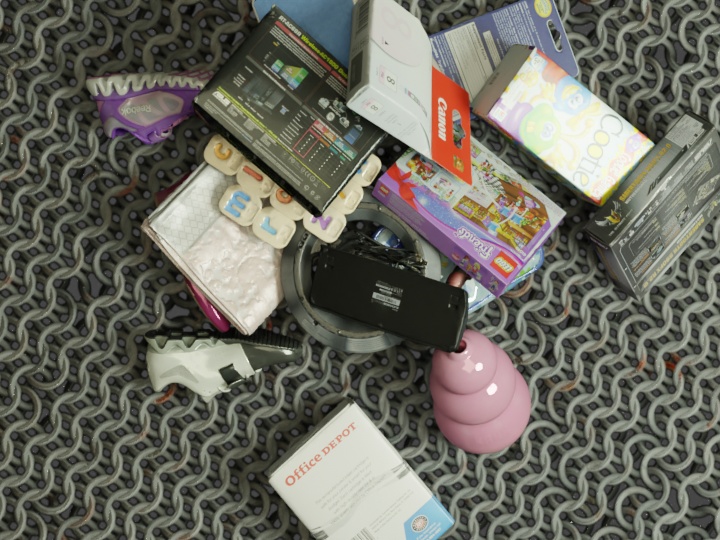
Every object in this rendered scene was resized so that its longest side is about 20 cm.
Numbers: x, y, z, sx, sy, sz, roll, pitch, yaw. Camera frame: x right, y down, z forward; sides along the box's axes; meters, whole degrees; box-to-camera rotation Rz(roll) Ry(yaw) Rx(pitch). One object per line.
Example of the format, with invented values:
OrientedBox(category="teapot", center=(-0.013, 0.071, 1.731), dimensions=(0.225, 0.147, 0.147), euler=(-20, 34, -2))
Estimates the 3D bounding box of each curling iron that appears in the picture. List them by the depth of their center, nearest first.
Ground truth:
OrientedBox(category="curling iron", center=(0.126, 0.010, 1.451), dimensions=(0.026, 0.049, 0.201), euler=(47, 63, -28))

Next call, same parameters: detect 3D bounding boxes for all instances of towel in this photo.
OrientedBox(category="towel", center=(-0.140, -0.056, 1.488), dimensions=(0.191, 0.032, 0.200), euler=(46, 70, -13))

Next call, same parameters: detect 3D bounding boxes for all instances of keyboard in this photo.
OrientedBox(category="keyboard", center=(0.040, 0.020, 1.417), dimensions=(0.198, 0.040, 0.105), euler=(18, 98, 20))

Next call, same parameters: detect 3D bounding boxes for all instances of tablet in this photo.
OrientedBox(category="tablet", center=(-0.043, -0.254, 1.453), dimensions=(0.129, 0.014, 0.202), euler=(-16, 103, 21))

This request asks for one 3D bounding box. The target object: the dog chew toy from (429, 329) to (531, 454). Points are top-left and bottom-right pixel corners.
OrientedBox(category="dog chew toy", center=(0.140, 0.141, 1.469), dimensions=(0.123, 0.201, 0.126), euler=(-8, 56, 13))

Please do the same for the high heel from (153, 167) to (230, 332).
OrientedBox(category="high heel", center=(-0.181, -0.029, 1.501), dimensions=(0.095, 0.067, 0.202), euler=(-24, 89, 6))

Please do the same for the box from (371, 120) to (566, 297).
OrientedBox(category="box", center=(0.131, -0.081, 1.452), dimensions=(0.200, 0.039, 0.137), euler=(40, 61, 8))

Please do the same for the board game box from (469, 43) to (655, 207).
OrientedBox(category="board game box", center=(0.250, -0.180, 1.502), dimensions=(0.199, 0.103, 0.105), euler=(35, 95, -14))

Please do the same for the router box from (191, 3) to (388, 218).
OrientedBox(category="router box", center=(-0.075, -0.183, 1.395), dimensions=(0.200, 0.062, 0.150), euler=(41, 81, -4))

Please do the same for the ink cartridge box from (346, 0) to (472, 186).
OrientedBox(category="ink cartridge box", center=(0.072, -0.214, 1.399), dimensions=(0.199, 0.057, 0.164), euler=(26, 47, -28))

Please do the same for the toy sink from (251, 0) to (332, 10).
OrientedBox(category="toy sink", center=(-0.034, -0.376, 1.491), dimensions=(0.199, 0.112, 0.131), euler=(-39, 93, -3))

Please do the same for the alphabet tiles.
OrientedBox(category="alphabet tiles", center=(-0.082, -0.133, 1.451), dimensions=(0.194, 0.015, 0.201), euler=(32, 91, 3))

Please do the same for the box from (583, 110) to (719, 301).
OrientedBox(category="box", center=(0.381, -0.078, 1.514), dimensions=(0.200, 0.158, 0.048), euler=(-48, 53, -3))

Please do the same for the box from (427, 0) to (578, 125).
OrientedBox(category="box", center=(0.171, -0.270, 1.550), dimensions=(0.198, 0.032, 0.122), euler=(-22, 93, -3))

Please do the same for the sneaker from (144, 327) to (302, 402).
OrientedBox(category="sneaker", center=(-0.170, 0.120, 1.510), dimensions=(0.197, 0.074, 0.090), euler=(0, 100, 1))

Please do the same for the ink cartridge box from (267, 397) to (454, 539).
OrientedBox(category="ink cartridge box", center=(-0.002, 0.284, 1.514), dimensions=(0.146, 0.086, 0.200), euler=(-40, 92, -4))

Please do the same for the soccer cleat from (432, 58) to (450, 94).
OrientedBox(category="soccer cleat", center=(0.016, -0.210, 1.516), dimensions=(0.198, 0.069, 0.086), euler=(-16, 72, 12))

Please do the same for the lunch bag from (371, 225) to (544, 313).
OrientedBox(category="lunch bag", center=(0.117, -0.027, 1.525), dimensions=(0.198, 0.082, 0.162), euler=(-29, 88, -5))

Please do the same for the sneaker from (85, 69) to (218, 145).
OrientedBox(category="sneaker", center=(-0.242, -0.200, 1.477), dimensions=(0.198, 0.080, 0.090), euler=(1, 102, 22))

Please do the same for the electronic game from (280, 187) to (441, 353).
OrientedBox(category="electronic game", center=(0.000, 0.000, 1.467), dimensions=(0.197, 0.042, 0.203), euler=(0, 88, 5))
